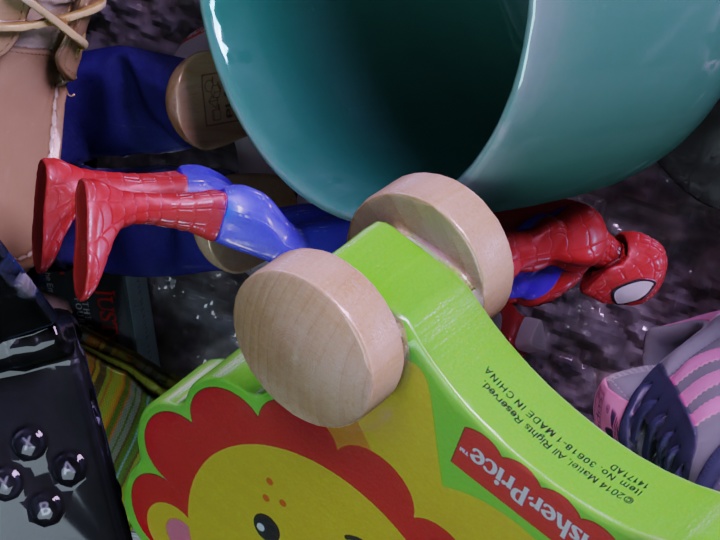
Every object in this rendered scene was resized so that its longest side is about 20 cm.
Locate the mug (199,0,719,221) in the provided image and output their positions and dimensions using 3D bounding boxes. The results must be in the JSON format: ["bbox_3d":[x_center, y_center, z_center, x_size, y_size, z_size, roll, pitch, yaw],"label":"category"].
[{"bbox_3d":[0.041,-0.110,0.805,0.152,0.114,0.185,19,111,48],"label":"mug"}]

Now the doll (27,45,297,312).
[{"bbox_3d":[-0.111,-0.041,0.938,0.200,0.048,0.137,0,106,42],"label":"doll"}]

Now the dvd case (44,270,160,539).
[{"bbox_3d":[-0.168,0.040,1.049,0.200,0.022,0.146,5,123,19],"label":"dvd case"}]

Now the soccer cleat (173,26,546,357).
[{"bbox_3d":[0.000,0.000,0.938,0.085,0.069,0.200,-6,116,33],"label":"soccer cleat"}]

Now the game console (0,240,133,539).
[{"bbox_3d":[-0.179,0.068,0.804,0.200,0.118,0.171,-14,90,10],"label":"game console"}]

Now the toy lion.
[{"bbox_3d":[0.023,0.085,0.775,0.200,0.069,0.192,37,136,18],"label":"toy lion"}]

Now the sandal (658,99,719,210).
[{"bbox_3d":[0.126,-0.099,0.835,0.075,0.045,0.200,22,126,4],"label":"sandal"}]

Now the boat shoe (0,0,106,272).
[{"bbox_3d":[-0.114,-0.093,0.860,0.066,0.074,0.200,-7,87,36],"label":"boat shoe"}]

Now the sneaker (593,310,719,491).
[{"bbox_3d":[0.104,0.061,0.853,0.082,0.200,0.070,10,105,15],"label":"sneaker"}]

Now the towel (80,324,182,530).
[{"bbox_3d":[-0.162,0.030,1.017,0.200,0.018,0.086,26,126,4],"label":"towel"}]

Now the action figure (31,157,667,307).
[{"bbox_3d":[0.004,-0.005,0.850,0.200,0.065,0.052,0,96,-24],"label":"action figure"}]
